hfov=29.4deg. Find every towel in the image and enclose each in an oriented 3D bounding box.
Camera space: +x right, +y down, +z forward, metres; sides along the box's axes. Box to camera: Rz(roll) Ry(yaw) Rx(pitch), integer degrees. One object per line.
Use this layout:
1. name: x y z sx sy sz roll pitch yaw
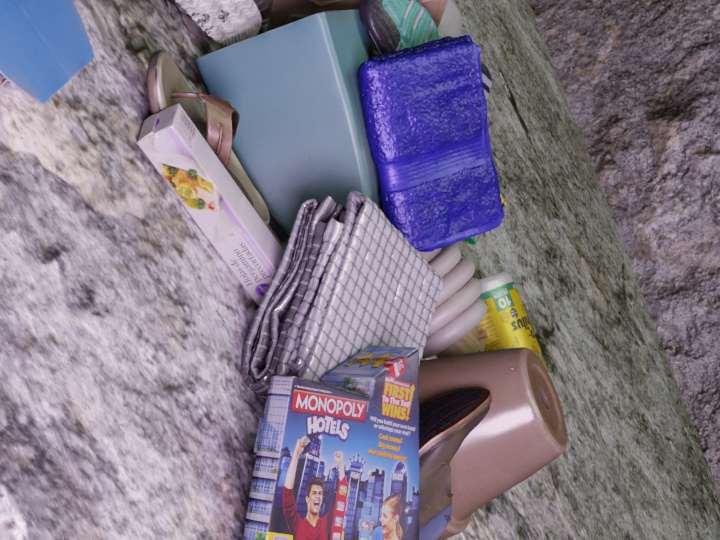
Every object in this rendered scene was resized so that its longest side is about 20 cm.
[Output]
1. towel: 0.076 -0.123 1.356 0.147 0.049 0.201 -22 107 -35
2. towel: -0.018 0.048 1.245 0.166 0.085 0.201 44 56 -46

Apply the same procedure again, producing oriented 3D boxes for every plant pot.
1. plant pot: 0.114 0.161 1.409 0.201 0.174 0.201 54 23 -35
2. plant pot: -0.048 -0.143 1.378 0.141 0.141 0.201 -36 109 -70

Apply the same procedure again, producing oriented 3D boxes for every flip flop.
1. flip flop: -0.129 -0.119 1.244 0.200 0.057 0.081 57 22 -28

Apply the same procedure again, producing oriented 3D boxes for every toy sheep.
1. toy sheep: 0.070 0.022 1.525 0.200 0.138 0.138 51 21 -4

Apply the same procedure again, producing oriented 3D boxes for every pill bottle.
1. pill bottle: 0.169 0.112 1.699 0.201 0.112 0.113 69 19 5

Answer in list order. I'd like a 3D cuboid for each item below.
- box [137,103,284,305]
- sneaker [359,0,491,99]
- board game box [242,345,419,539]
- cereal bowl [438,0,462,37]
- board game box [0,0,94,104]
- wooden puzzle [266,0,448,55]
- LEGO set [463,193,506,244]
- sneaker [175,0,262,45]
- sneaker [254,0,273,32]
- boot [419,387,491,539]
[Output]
1. box: -0.125 -0.056 1.215 0.200 0.039 0.042 55 24 -31
2. sneaker: 0.050 -0.227 1.454 0.200 0.087 0.075 35 75 -40
3. board game box: -0.018 0.151 1.125 0.200 0.061 0.201 21 73 -49
4. cereal bowl: 0.018 -0.265 1.611 0.200 0.199 0.084 36 58 -56
5. board game box: -0.270 -0.195 0.991 0.158 0.039 0.200 56 17 -17
6. wooden puzzle: -0.003 -0.285 1.452 0.200 0.184 0.047 115 -27 -64
7. LEGO set: 0.080 -0.118 1.502 0.154 0.116 0.200 37 -8 -18
8. sneaker: -0.174 -0.315 1.343 0.200 0.069 0.100 52 14 -36
9. sneaker: -0.108 -0.324 1.457 0.081 0.076 0.200 57 -9 11
10. boot: 0.058 0.194 1.291 0.200 0.075 0.097 -33 115 -29
